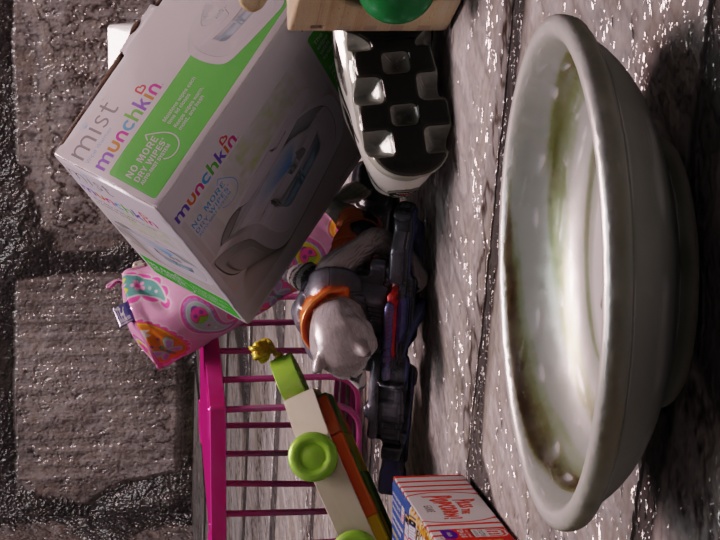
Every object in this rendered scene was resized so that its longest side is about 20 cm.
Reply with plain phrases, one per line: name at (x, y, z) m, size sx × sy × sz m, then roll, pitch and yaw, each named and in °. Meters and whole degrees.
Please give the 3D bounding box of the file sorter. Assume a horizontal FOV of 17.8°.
file sorter at (-0.067, 0.119, 1.873) m, size 0.200 × 0.124 × 0.140 m, roll -103°, pitch 13°, yaw -62°

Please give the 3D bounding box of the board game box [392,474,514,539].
board game box at (0.049, 0.230, 1.294) m, size 0.152 × 0.046 × 0.202 m, roll -132°, pitch 41°, yaw -78°

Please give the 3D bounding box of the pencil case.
pencil case at (-0.098, 0.000, 1.815) m, size 0.088 × 0.199 × 0.087 m, roll 63°, pitch 179°, yaw 2°

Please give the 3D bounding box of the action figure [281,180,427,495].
action figure at (-0.009, 0.044, 1.534) m, size 0.194 × 0.104 × 0.202 m, roll -80°, pitch -7°, yaw -78°

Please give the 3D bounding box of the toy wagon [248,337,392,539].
toy wagon at (-0.018, 0.134, 1.537) m, size 0.155 × 0.039 × 0.201 m, roll 55°, pitch -168°, yaw -84°

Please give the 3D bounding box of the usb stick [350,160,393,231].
usb stick at (0.000, 0.000, 1.704) m, size 0.201 × 0.032 × 0.056 m, roll 98°, pitch 168°, yaw -50°

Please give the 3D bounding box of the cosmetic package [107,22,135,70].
cosmetic package at (-0.086, -0.146, 1.698) m, size 0.199 × 0.112 × 0.082 m, roll -12°, pitch -75°, yaw -57°

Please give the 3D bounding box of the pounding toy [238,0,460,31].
pounding toy at (-0.007, -0.219, 1.319) m, size 0.184 × 0.141 × 0.202 m, roll 120°, pitch 149°, yaw -76°

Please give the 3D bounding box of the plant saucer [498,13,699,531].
plant saucer at (0.096, 0.000, 0.904) m, size 0.200 × 0.050 × 0.202 m, roll 179°, pitch 90°, yaw -82°

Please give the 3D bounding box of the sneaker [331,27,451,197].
sneaker at (0.011, -0.142, 1.446) m, size 0.089 × 0.073 × 0.202 m, roll 121°, pitch 148°, yaw -72°

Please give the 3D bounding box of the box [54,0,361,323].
box at (-0.083, -0.100, 1.508) m, size 0.201 × 0.096 × 0.177 m, roll -56°, pitch -28°, yaw -13°
